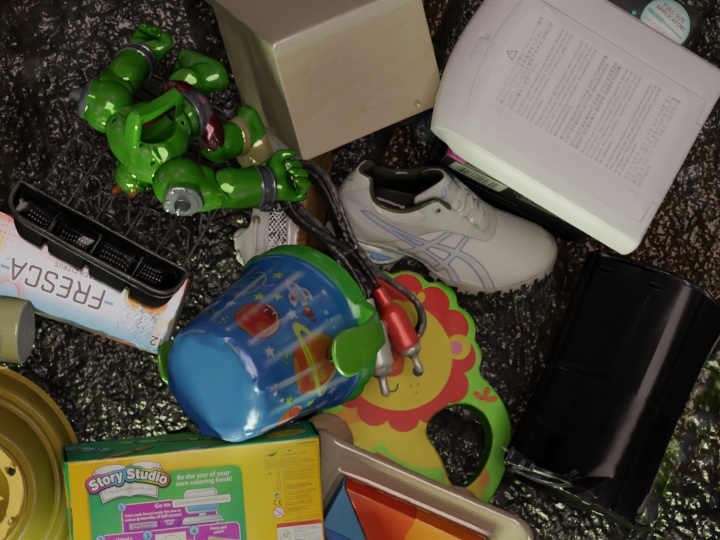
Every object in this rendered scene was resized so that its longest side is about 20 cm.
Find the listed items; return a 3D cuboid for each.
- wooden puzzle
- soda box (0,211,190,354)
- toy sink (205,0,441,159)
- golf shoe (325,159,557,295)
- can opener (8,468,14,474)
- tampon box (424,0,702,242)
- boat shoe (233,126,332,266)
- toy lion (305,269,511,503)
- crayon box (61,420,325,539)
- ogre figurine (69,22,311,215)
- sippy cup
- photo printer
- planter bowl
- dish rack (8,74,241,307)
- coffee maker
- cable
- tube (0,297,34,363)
[{"bbox_3d":[0.015,0.242,1.692,0.199,0.037,0.186,26,117,-4],"label":"wooden puzzle"},{"bbox_3d":[-0.242,0.007,1.698,0.199,0.064,0.069,20,85,-6],"label":"soda box"},{"bbox_3d":[-0.037,-0.185,1.695,0.130,0.200,0.113,-24,120,-15],"label":"toy sink"},{"bbox_3d":[0.074,-0.040,1.718,0.198,0.097,0.079,9,53,-9],"label":"golf shoe"},{"bbox_3d":[-0.257,0.219,1.683,0.053,0.067,0.202,-8,82,-7],"label":"can opener"},{"bbox_3d":[0.164,-0.147,1.727,0.149,0.126,0.201,25,85,-6],"label":"tampon box"},{"bbox_3d":[-0.071,-0.021,1.726,0.069,0.071,0.202,9,94,19],"label":"boat shoe"},{"bbox_3d":[0.041,0.105,1.738,0.199,0.069,0.193,30,76,-6],"label":"toy lion"},{"bbox_3d":[-0.127,0.188,1.617,0.198,0.058,0.120,-5,100,-9],"label":"crayon box"},{"bbox_3d":[-0.143,-0.111,1.626,0.119,0.098,0.201,-25,81,-39],"label":"ogre figurine"},{"bbox_3d":[-0.076,0.065,1.615,0.140,0.178,0.130,47,42,11],"label":"sippy cup"},{"bbox_3d":[0.163,-0.132,1.627,0.199,0.069,0.167,29,84,-6],"label":"photo printer"},{"bbox_3d":[-0.305,0.170,1.601,0.199,0.083,0.202,0,90,-15],"label":"planter bowl"},{"bbox_3d":[-0.177,-0.076,1.681,0.153,0.055,0.201,29,59,0],"label":"dish rack"},{"bbox_3d":[0.210,0.095,1.691,0.134,0.192,0.201,22,83,10],"label":"coffee maker"},{"bbox_3d":[0.000,0.000,1.678,0.097,0.050,0.201,-21,102,-21],"label":"cable"},{"bbox_3d":[-0.360,0.038,1.656,0.198,0.052,0.059,4,102,7],"label":"tube"}]
